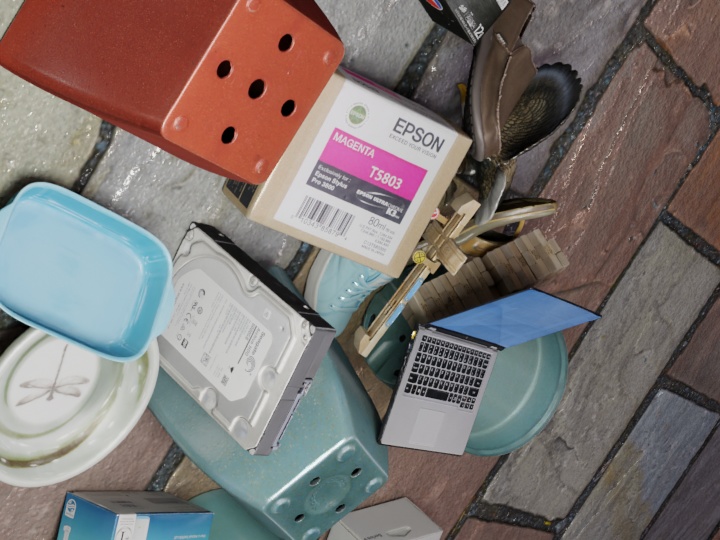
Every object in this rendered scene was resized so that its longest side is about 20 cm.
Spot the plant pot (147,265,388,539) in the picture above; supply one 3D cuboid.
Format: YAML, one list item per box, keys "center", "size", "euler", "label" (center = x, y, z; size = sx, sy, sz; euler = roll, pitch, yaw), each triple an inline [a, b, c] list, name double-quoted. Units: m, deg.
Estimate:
- center: [-0.081, 0.161, 1.408]
  size: [0.195, 0.200, 0.197]
  euler: [-37, 143, -2]
  label: "plant pot"

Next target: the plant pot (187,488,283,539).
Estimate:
- center: [-0.150, 0.381, 1.574]
  size: [0.199, 0.161, 0.202]
  euler: [-28, 138, -29]
  label: "plant pot"

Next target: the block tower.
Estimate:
- center: [0.133, 0.018, 1.500]
  size: [0.199, 0.054, 0.058]
  euler: [-24, 164, -31]
  label: "block tower"

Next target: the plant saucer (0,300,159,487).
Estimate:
- center: [-0.283, 0.107, 1.289]
  size: [0.199, 0.050, 0.202]
  euler: [-30, 139, -30]
  label: "plant saucer"

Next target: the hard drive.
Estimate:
- center: [-0.123, 0.063, 1.304]
  size: [0.038, 0.200, 0.141]
  euler: [9, 114, -51]
  label: "hard drive"

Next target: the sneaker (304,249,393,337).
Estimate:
- center: [0.000, 0.000, 1.491]
  size: [0.073, 0.082, 0.202]
  euler: [-5, 123, -45]
  label: "sneaker"

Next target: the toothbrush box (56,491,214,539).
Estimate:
- center: [-0.251, 0.341, 1.443]
  size: [0.146, 0.085, 0.203]
  euler: [13, 91, -52]
  label: "toothbrush box"

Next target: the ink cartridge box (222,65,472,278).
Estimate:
- center: [-0.011, -0.103, 1.356]
  size: [0.198, 0.075, 0.166]
  euler: [20, 105, -35]
  label: "ink cartridge box"

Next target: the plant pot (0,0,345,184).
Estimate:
- center: [-0.133, -0.182, 1.109]
  size: [0.201, 0.176, 0.199]
  euler: [-57, 145, 6]
  label: "plant pot"

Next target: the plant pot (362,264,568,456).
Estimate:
- center: [0.113, 0.094, 1.622]
  size: [0.196, 0.200, 0.201]
  euler: [33, 94, -46]
  label: "plant pot"

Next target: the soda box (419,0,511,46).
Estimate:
- center: [0.073, -0.307, 1.326]
  size: [0.063, 0.071, 0.200]
  euler: [-48, 144, -4]
  label: "soda box"

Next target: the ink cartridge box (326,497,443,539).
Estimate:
- center: [0.011, 0.419, 1.852]
  size: [0.145, 0.084, 0.202]
  euler: [-6, 123, -46]
  label: "ink cartridge box"

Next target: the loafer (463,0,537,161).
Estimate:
- center: [0.148, -0.207, 1.411]
  size: [0.073, 0.070, 0.203]
  euler: [95, 3, -72]
  label: "loafer"

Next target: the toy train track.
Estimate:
- center: [0.050, 0.000, 1.421]
  size: [0.032, 0.115, 0.201]
  euler: [31, 101, -25]
  label: "toy train track"

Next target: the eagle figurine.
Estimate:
- center: [0.151, -0.143, 1.510]
  size: [0.198, 0.151, 0.153]
  euler: [-14, 110, -35]
  label: "eagle figurine"

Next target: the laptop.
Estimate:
- center: [0.137, 0.111, 1.428]
  size: [0.187, 0.115, 0.202]
  euler: [19, 91, -56]
  label: "laptop"

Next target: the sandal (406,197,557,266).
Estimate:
- center: [0.131, -0.036, 1.553]
  size: [0.198, 0.080, 0.055]
  euler: [-21, 101, 9]
  label: "sandal"

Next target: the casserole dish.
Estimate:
- center: [-0.249, 0.003, 1.200]
  size: [0.199, 0.039, 0.123]
  euler: [29, 71, -40]
  label: "casserole dish"
